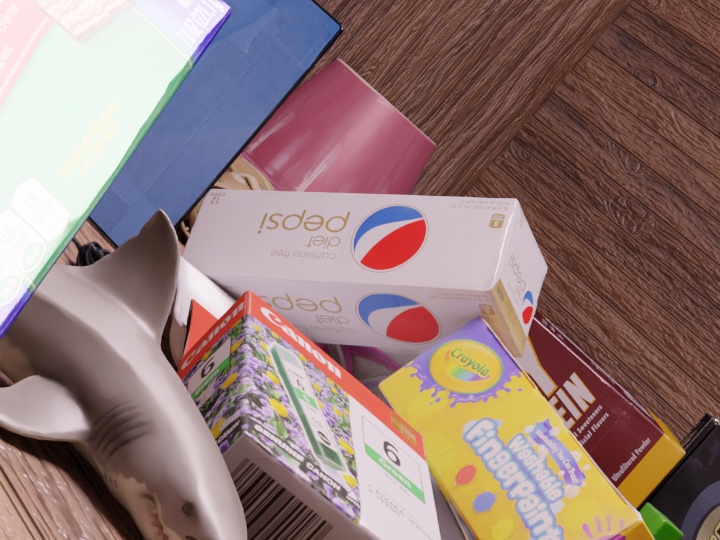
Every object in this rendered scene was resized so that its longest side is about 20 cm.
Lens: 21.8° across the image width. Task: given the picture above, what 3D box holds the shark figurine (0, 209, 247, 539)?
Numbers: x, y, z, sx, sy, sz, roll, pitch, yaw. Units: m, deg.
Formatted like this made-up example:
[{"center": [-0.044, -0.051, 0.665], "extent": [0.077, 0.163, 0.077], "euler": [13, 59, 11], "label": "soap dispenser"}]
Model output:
[{"center": [-0.111, 0.003, 0.648], "extent": [0.214, 0.090, 0.128], "euler": [43, 2, -14], "label": "shark figurine"}]

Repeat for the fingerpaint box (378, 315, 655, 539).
[{"center": [0.103, 0.144, 0.960], "extent": [0.167, 0.073, 0.200], "euler": [57, -2, -34], "label": "fingerpaint box"}]

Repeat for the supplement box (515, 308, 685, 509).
[{"center": [0.111, 0.104, 1.355], "extent": [0.200, 0.133, 0.197], "euler": [42, 4, 3], "label": "supplement box"}]

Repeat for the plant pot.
[{"center": [-0.032, -0.093, 1.777], "extent": [0.200, 0.179, 0.200], "euler": [41, 5, -4], "label": "plant pot"}]

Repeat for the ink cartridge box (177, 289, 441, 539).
[{"center": [-0.023, 0.069, 0.787], "extent": [0.109, 0.050, 0.200], "euler": [41, 16, -17], "label": "ink cartridge box"}]

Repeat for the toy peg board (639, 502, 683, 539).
[{"center": [0.223, 0.250, 1.122], "extent": [0.199, 0.098, 0.200], "euler": [39, 5, -33], "label": "toy peg board"}]

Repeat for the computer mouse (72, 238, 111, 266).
[{"center": [-0.158, -0.037, 0.986], "extent": [0.200, 0.034, 0.059], "euler": [46, 5, 39], "label": "computer mouse"}]

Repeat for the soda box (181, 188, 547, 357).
[{"center": [0.000, 0.000, 1.060], "extent": [0.198, 0.064, 0.068], "euler": [2, -34, 25], "label": "soda box"}]

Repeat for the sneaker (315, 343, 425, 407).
[{"center": [0.002, 0.051, 1.180], "extent": [0.081, 0.088, 0.200], "euler": [38, 5, -40], "label": "sneaker"}]

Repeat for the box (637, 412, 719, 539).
[{"center": [0.270, 0.229, 1.323], "extent": [0.200, 0.164, 0.086], "euler": [43, 4, 7], "label": "box"}]

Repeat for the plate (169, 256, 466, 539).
[{"center": [-0.031, 0.079, 0.972], "extent": [0.199, 0.032, 0.200], "euler": [41, 4, -12], "label": "plate"}]

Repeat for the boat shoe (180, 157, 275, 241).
[{"center": [-0.097, -0.042, 1.354], "extent": [0.064, 0.071, 0.200], "euler": [39, 6, -43], "label": "boat shoe"}]

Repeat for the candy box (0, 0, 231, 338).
[{"center": [-0.157, -0.076, 0.520], "extent": [0.200, 0.077, 0.170], "euler": [39, 44, -11], "label": "candy box"}]

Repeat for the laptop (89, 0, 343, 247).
[{"center": [-0.153, -0.146, 1.086], "extent": [0.200, 0.188, 0.116], "euler": [39, 4, -29], "label": "laptop"}]
